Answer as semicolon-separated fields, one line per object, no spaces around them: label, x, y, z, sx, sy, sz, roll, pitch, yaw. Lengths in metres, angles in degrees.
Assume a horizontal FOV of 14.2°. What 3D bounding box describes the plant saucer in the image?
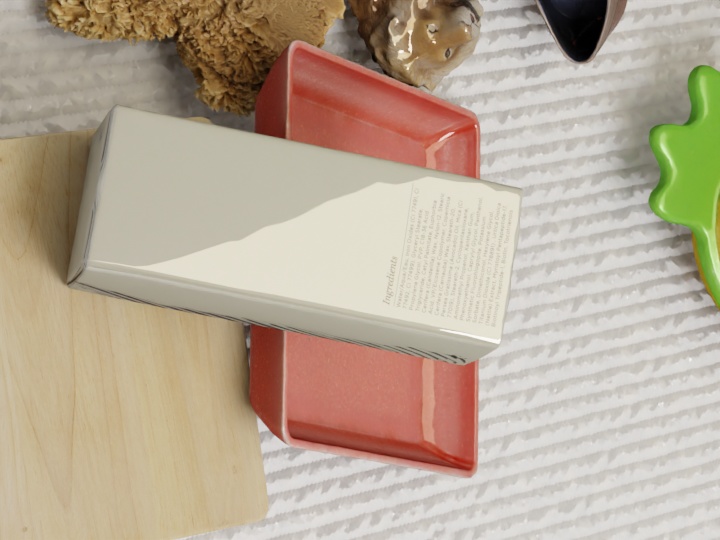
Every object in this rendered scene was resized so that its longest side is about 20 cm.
plant saucer;0.000;0.000;1.473;0.200;0.037;0.200;16;73;-58

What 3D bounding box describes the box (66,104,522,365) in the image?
box;-0.031;-0.014;1.344;0.200;0.068;0.082;12;78;-11

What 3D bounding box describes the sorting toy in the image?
sorting toy;-0.156;0.038;1.378;0.199;0.070;0.200;-9;91;-36

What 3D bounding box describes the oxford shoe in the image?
oxford shoe;0.112;-0.199;1.538;0.200;0.071;0.073;70;24;-43

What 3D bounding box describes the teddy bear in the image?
teddy bear;-0.104;-0.168;1.444;0.200;0.067;0.145;26;64;-24

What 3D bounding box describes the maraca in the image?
maraca;0.239;-0.031;1.644;0.200;0.107;0.137;45;64;-24

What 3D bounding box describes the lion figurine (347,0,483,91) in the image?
lion figurine;0.000;-0.198;1.519;0.200;0.072;0.122;44;70;-9
